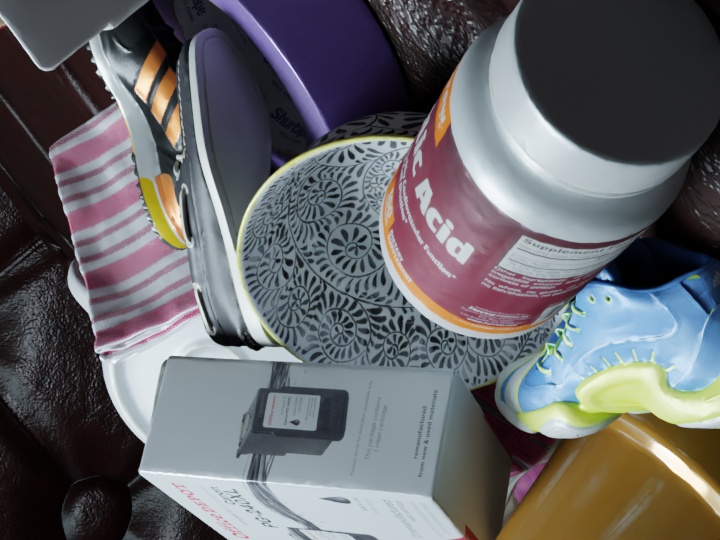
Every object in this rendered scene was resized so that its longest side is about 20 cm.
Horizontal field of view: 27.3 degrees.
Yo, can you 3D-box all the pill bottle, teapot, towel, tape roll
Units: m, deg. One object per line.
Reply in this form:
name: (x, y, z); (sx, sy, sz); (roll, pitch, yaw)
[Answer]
pill bottle: (0.084, -0.051, 0.691); (0.114, 0.114, 0.200); (47, 156, 7)
teapot: (-0.103, 0.048, 1.151); (0.201, 0.196, 0.146); (61, -162, -19)
towel: (-0.150, -0.049, 1.067); (0.030, 0.145, 0.202); (31, -147, -56)
tape roll: (-0.057, -0.148, 0.975); (0.200, 0.066, 0.201); (45, 165, 16)

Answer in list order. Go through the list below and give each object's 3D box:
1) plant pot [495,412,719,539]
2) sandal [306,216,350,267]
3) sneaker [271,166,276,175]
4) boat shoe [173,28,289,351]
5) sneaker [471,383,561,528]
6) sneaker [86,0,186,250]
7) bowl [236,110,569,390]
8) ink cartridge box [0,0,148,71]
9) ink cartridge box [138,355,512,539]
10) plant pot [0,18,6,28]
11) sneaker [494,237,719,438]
plant pot: (0.166, 0.180, 0.898); (0.200, 0.183, 0.201); (44, 164, 16)
sandal: (0.001, 0.000, 1.032); (0.075, 0.048, 0.201); (35, 170, 29)
sneaker: (-0.066, -0.050, 1.142); (0.080, 0.095, 0.200); (68, 162, -6)
boat shoe: (-0.087, -0.048, 0.931); (0.060, 0.074, 0.203); (-6, 105, 34)
sneaker: (0.100, 0.128, 1.031); (0.081, 0.201, 0.088); (42, -157, 27)
sneaker: (-0.115, -0.119, 0.982); (0.070, 0.089, 0.203); (-42, -62, -68)
bowl: (0.030, -0.027, 0.898); (0.198, 0.095, 0.202); (5, 132, 6)
ink cartridge box: (-0.128, -0.207, 0.773); (0.116, 0.200, 0.067); (55, 163, -21)
ink cartridge box: (-0.019, 0.122, 0.940); (0.197, 0.084, 0.145); (1, 154, 23)
plant pot: (-0.294, -0.283, 1.069); (0.183, 0.200, 0.201); (45, 165, 5)
sneaker: (0.139, 0.030, 0.814); (0.199, 0.076, 0.106); (-10, 109, 48)
